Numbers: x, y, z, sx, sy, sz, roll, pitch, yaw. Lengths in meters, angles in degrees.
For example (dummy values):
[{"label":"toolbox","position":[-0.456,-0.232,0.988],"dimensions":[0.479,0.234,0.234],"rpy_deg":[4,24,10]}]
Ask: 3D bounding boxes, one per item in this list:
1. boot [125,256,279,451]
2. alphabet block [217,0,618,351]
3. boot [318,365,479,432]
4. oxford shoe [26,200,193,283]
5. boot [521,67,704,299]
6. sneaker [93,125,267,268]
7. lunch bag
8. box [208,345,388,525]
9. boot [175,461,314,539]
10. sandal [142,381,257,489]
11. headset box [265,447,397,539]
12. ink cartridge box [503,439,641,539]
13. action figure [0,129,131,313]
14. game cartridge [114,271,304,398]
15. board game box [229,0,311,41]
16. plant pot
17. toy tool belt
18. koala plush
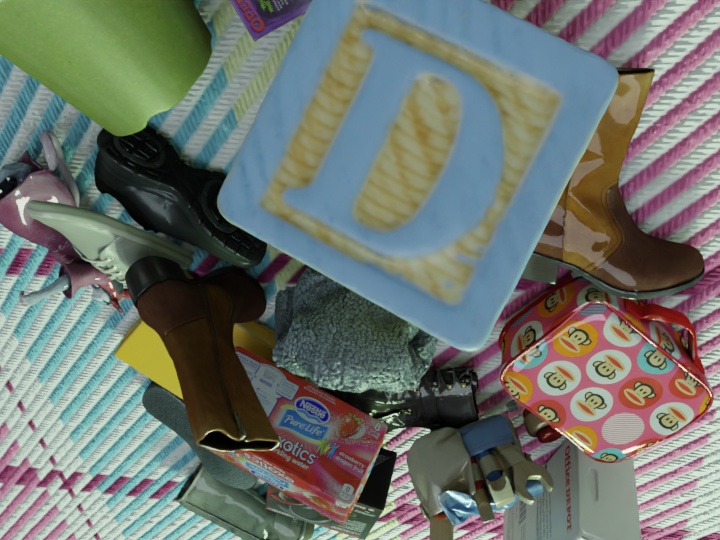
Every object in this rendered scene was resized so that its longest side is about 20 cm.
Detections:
[{"label":"boot","position":[-0.125,0.083,0.746],"dimensions":[0.068,0.201,0.188],"rpy_deg":[-41,152,12]},{"label":"alphabet block","position":[0.044,-0.074,0.544],"dimensions":[0.194,0.200,0.198],"rpy_deg":[30,94,9]},{"label":"boot","position":[0.050,0.128,0.869],"dimensions":[0.171,0.070,0.202],"rpy_deg":[-9,134,17]},{"label":"oxford shoe","position":[-0.247,-0.021,0.757],"dimensions":[0.074,0.059,0.199],"rpy_deg":[17,173,33]},{"label":"boot","position":[0.229,-0.082,0.665],"dimensions":[0.184,0.069,0.203],"rpy_deg":[11,124,15]},{"label":"sneaker","position":[-0.184,-0.067,0.769],"dimensions":[0.199,0.076,0.091],"rpy_deg":[38,138,-8]},{"label":"lunch bag","position":[0.257,0.096,0.770],"dimensions":[0.199,0.083,0.176],"rpy_deg":[38,122,-17]},{"label":"box","position":[-0.079,0.186,0.844],"dimensions":[0.197,0.101,0.096],"rpy_deg":[26,150,8]},{"label":"boot","position":[-0.186,0.382,1.126],"dimensions":[0.197,0.073,0.183],"rpy_deg":[25,117,-15]},{"label":"sandal","position":[-0.206,0.215,1.021],"dimensions":[0.076,0.043,0.201],"rpy_deg":[-35,104,27]},{"label":"headset box","position":[-0.044,0.277,0.971],"dimensions":[0.146,0.076,0.201],"rpy_deg":[17,149,1]},{"label":"ink cartridge box","position":[0.250,0.317,0.912],"dimensions":[0.083,0.147,0.202],"rpy_deg":[20,131,-4]},{"label":"action figure","position":[-0.312,-0.038,0.815],"dimensions":[0.149,0.134,0.200],"rpy_deg":[-42,116,3]},{"label":"game cartridge","position":[-0.182,0.107,0.930],"dimensions":[0.199,0.033,0.176],"rpy_deg":[36,128,-18]},{"label":"board game box","position":[-0.088,-0.294,0.578],"dimensions":[0.118,0.033,0.202],"rpy_deg":[-20,120,22]},{"label":"plant pot","position":[-0.218,-0.216,0.589],"dimensions":[0.197,0.203,0.190],"rpy_deg":[-19,135,27]},{"label":"toy tool belt","position":[0.155,0.236,0.852],"dimensions":[0.197,0.125,0.125],"rpy_deg":[-21,147,5]},{"label":"koala plush","position":[0.000,0.000,0.714],"dimensions":[0.173,0.184,0.205],"rpy_deg":[8,94,3]}]
